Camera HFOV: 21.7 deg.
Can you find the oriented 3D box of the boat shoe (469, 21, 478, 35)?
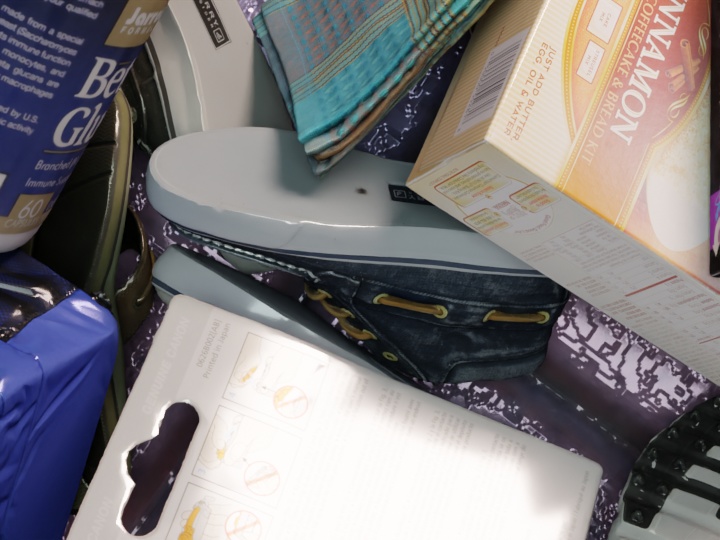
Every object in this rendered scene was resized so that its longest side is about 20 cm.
[{"bbox_3d":[0.099,-0.071,0.853,0.071,0.060,0.201,-22,87,1],"label":"boat shoe"}]

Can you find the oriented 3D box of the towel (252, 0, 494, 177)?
[{"bbox_3d":[0.033,-0.146,0.806,0.022,0.147,0.200,37,107,-29],"label":"towel"}]

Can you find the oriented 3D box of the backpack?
[{"bbox_3d":[-0.229,0.048,0.798,0.199,0.168,0.163,29,114,15],"label":"backpack"}]

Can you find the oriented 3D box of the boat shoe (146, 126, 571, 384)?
[{"bbox_3d":[0.000,0.000,0.825,0.198,0.071,0.091,8,126,-9],"label":"boat shoe"}]

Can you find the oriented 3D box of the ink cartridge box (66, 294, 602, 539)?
[{"bbox_3d":[-0.014,0.119,0.762,0.199,0.050,0.163,21,57,0],"label":"ink cartridge box"}]

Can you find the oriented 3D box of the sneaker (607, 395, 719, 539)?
[{"bbox_3d":[0.137,0.142,0.834,0.066,0.091,0.200,22,57,22],"label":"sneaker"}]

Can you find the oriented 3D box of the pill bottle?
[{"bbox_3d":[-0.138,-0.117,0.765,0.111,0.111,0.201,34,110,3],"label":"pill bottle"}]

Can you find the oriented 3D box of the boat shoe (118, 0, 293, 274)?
[{"bbox_3d":[-0.086,-0.091,0.865,0.063,0.071,0.202,-16,97,35],"label":"boat shoe"}]

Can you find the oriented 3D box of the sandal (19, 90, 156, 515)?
[{"bbox_3d":[-0.128,0.011,0.866,0.079,0.057,0.203,12,108,33],"label":"sandal"}]

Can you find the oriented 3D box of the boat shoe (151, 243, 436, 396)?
[{"bbox_3d":[-0.022,0.072,0.854,0.201,0.075,0.086,34,93,-6],"label":"boat shoe"}]

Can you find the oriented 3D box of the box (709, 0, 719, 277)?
[{"bbox_3d":[0.211,-0.093,0.749,0.142,0.036,0.202,5,81,-9],"label":"box"}]

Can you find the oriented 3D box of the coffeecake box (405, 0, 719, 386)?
[{"bbox_3d":[0.141,-0.056,0.790,0.199,0.073,0.154,31,67,-17],"label":"coffeecake box"}]
